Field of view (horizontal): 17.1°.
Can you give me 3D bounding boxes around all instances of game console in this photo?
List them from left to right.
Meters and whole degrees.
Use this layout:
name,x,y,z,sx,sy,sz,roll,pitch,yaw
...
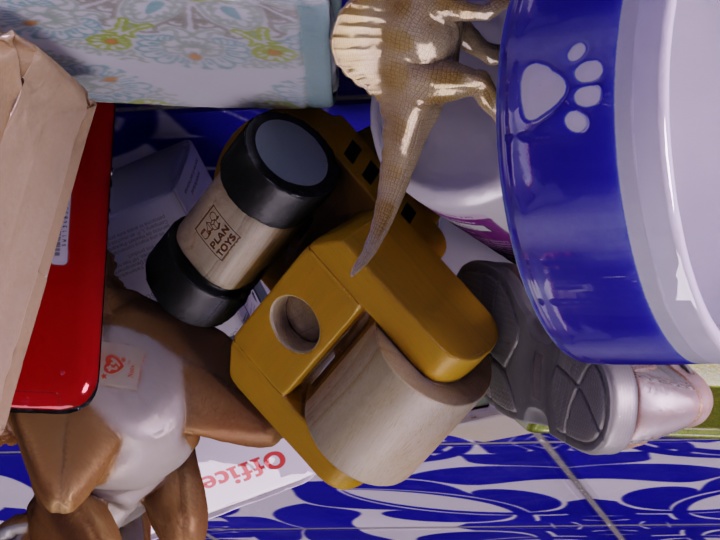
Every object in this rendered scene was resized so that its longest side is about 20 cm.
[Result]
name,x,y,z,sx,sy,sz,roll,pitch,yaw
game console,-0.217,-0.010,1.277,0.171,0.201,0.119,2,161,-3

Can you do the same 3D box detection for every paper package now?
name,x,y,z,sx,sy,sz,roll,pitch,yaw
paper package,-0.253,-0.024,1.161,0.199,0.192,0.103,9,168,27

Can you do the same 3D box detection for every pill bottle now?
name,x,y,z,sx,sy,sz,roll,pitch,yaw
pill bottle,0.094,-0.061,1.242,0.112,0.113,0.200,-6,163,25

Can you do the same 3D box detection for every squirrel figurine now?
name,x,y,z,sx,sy,sz,roll,pitch,yaw
squirrel figurine,-0.157,0.088,1.343,0.141,0.200,0.187,-25,155,-27

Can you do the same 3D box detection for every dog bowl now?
name,x,y,z,sx,sy,sz,roll,pitch,yaw
dog bowl,0.134,-0.057,1.080,0.078,0.201,0.200,-3,165,26

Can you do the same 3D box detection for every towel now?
name,x,y,z,sx,sy,sz,roll,pitch,yaw
towel,-0.094,-0.126,1.150,0.170,0.048,0.200,4,165,1

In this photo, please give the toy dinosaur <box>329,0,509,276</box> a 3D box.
name,x,y,z,sx,sy,sz,roll,pitch,yaw
toy dinosaur,0.035,-0.098,1.118,0.101,0.058,0.201,-2,123,-8

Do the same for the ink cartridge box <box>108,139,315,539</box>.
name,x,y,z,sx,sy,sz,roll,pitch,yaw
ink cartridge box,-0.125,0.046,1.430,0.146,0.201,0.086,-21,-157,14

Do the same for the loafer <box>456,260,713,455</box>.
name,x,y,z,sx,sy,sz,roll,pitch,yaw
loafer,0.107,0.045,1.207,0.063,0.072,0.200,0,-164,-21

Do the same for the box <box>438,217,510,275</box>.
name,x,y,z,sx,sy,sz,roll,pitch,yaw
box,0.151,-0.006,1.448,0.152,0.107,0.200,-5,163,23

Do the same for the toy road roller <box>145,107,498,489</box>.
name,x,y,z,sx,sy,sz,roll,pitch,yaw
toy road roller,0.000,0.000,1.268,0.146,0.200,0.123,-29,165,-48

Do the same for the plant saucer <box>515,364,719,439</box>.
name,x,y,z,sx,sy,sz,roll,pitch,yaw
plant saucer,0.171,0.060,1.393,0.199,0.048,0.200,2,164,-1

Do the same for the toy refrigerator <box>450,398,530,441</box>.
name,x,y,z,sx,sy,sz,roll,pitch,yaw
toy refrigerator,0.137,0.077,1.817,0.070,0.076,0.200,13,161,-38
